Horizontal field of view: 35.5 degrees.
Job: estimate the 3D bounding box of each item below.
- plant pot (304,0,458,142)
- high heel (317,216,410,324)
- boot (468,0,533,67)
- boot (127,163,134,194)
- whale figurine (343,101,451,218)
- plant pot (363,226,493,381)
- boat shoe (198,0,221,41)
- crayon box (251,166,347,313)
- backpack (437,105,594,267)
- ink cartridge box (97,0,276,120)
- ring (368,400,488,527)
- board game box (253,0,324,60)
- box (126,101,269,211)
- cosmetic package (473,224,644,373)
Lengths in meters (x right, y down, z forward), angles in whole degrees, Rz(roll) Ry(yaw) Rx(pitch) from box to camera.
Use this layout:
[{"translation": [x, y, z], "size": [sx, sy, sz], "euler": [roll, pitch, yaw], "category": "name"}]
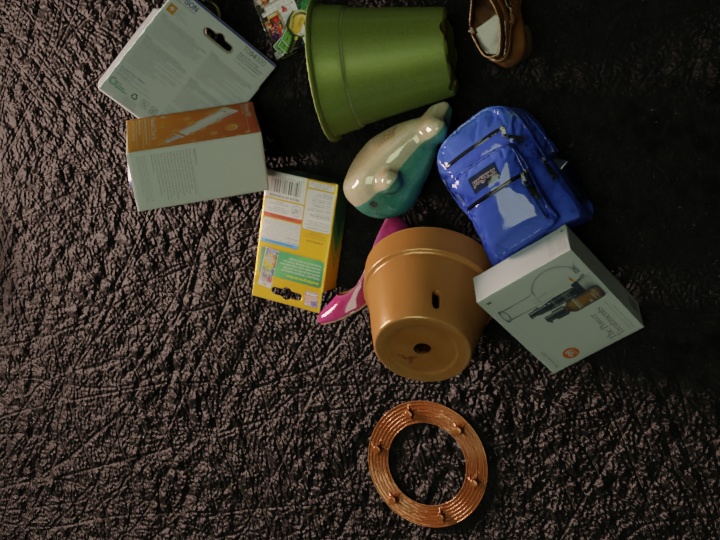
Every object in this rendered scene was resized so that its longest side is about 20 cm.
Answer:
[{"translation": [0.038, -0.293, 1.583], "size": [0.187, 0.200, 0.203], "euler": [-6, 97, 12], "category": "plant pot"}, {"translation": [0.000, 0.000, 1.694], "size": [0.199, 0.067, 0.096], "euler": [-33, 95, 20], "category": "high heel"}, {"translation": [0.172, -0.371, 1.509], "size": [0.073, 0.154, 0.202], "euler": [-24, 89, 26], "category": "boot"}, {"translation": [-0.342, -0.215, 1.814], "size": [0.096, 0.075, 0.203], "euler": [-5, 98, 22], "category": "boot"}, {"translation": [0.067, -0.152, 1.609], "size": [0.104, 0.160, 0.199], "euler": [42, 123, -17], "category": "whale figurine"}, {"translation": [0.095, 0.059, 1.577], "size": [0.197, 0.141, 0.202], "euler": [6, 137, 5], "category": "plant pot"}, {"translation": [-0.265, -0.322, 1.769], "size": [0.073, 0.063, 0.204], "euler": [14, 106, 18], "category": "boat shoe"}, {"translation": [-0.093, -0.049, 1.742], "size": [0.124, 0.051, 0.203], "euler": [14, 104, 22], "category": "crayon box"}, {"translation": [0.203, -0.125, 1.535], "size": [0.162, 0.167, 0.202], "euler": [-32, 80, 19], "category": "backpack"}, {"translation": [-0.263, -0.299, 1.716], "size": [0.196, 0.043, 0.200], "euler": [36, 102, -27], "category": "ink cartridge box"}, {"translation": [0.100, 0.300, 1.732], "size": [0.198, 0.019, 0.204], "euler": [4, 100, 23], "category": "ring"}, {"translation": [-0.120, -0.433, 1.706], "size": [0.104, 0.023, 0.202], "euler": [-23, 89, 24], "category": "board game box"}, {"translation": [-0.246, -0.173, 1.691], "size": [0.197, 0.125, 0.099], "euler": [-10, 121, -7], "category": "box"}, {"translation": [0.270, 0.044, 1.529], "size": [0.150, 0.052, 0.200], "euler": [-30, 129, 27], "category": "cosmetic package"}]
